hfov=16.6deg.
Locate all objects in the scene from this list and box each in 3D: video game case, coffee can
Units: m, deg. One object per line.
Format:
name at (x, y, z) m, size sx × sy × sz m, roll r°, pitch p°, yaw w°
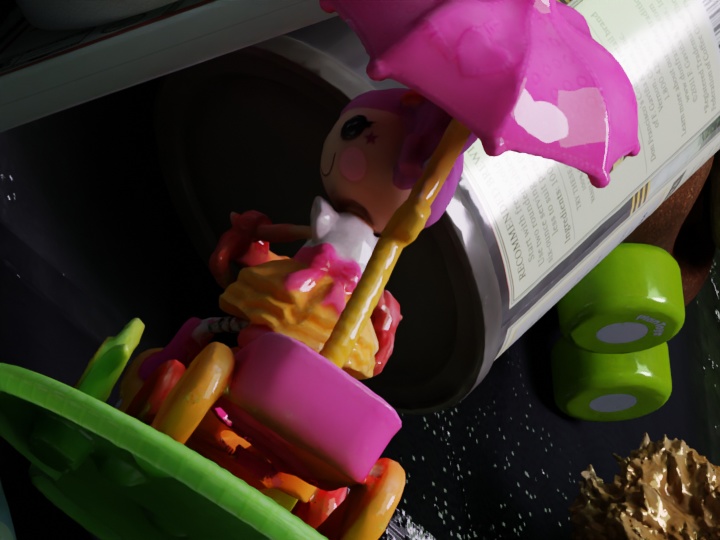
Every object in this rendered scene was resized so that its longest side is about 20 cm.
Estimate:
video game case at (-0.038, -0.107, 0.814) m, size 0.018 × 0.142 × 0.200 m, roll 65°, pitch 25°, yaw -19°
coffee can at (0.048, -0.067, 0.864) m, size 0.200 × 0.146 × 0.147 m, roll -41°, pitch 112°, yaw -31°

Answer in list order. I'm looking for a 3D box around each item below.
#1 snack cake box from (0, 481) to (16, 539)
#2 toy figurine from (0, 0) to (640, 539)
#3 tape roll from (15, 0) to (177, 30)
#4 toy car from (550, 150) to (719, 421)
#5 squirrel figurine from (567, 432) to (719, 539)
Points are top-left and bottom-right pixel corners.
snack cake box at (-0.130, 0.091, 0.570) m, size 0.115 × 0.067 × 0.201 m, roll -1°, pitch 74°, yaw -64°
toy figurine at (0.000, 0.000, 0.686) m, size 0.150 × 0.200 × 0.184 m, roll 34°, pitch 75°, yaw -8°
tape roll at (-0.030, -0.145, 0.792) m, size 0.037 × 0.202 × 0.203 m, roll 60°, pitch 27°, yaw -22°
toy car at (0.180, -0.036, 1.112) m, size 0.158 × 0.199 × 0.165 m, roll 84°, pitch 3°, yaw -65°
squirrel figurine at (0.176, 0.145, 0.999) m, size 0.187 × 0.199 × 0.142 m, roll -27°, pitch 129°, yaw -82°
